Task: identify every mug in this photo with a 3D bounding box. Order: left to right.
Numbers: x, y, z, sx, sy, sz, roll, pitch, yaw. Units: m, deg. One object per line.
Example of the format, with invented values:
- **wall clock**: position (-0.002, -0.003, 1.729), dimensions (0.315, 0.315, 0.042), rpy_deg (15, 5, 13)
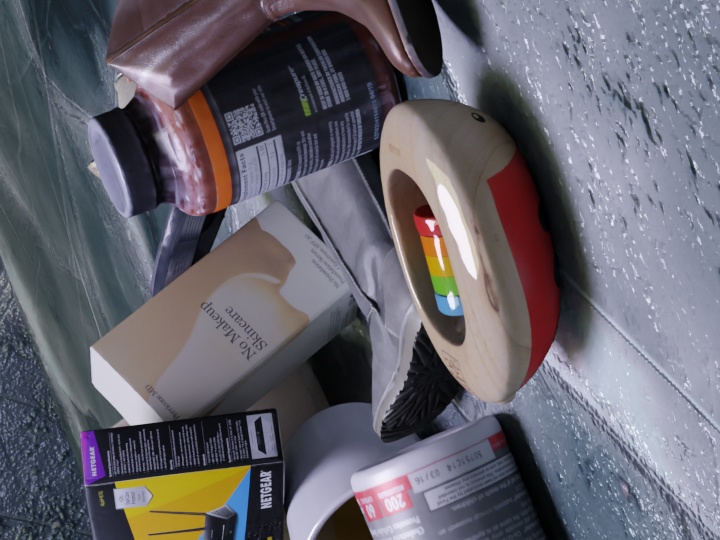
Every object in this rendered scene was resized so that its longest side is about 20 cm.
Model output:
- **mug**: position (0.006, 0.195, 1.680), dimensions (0.153, 0.148, 0.188), rpy_deg (-123, 25, -57)

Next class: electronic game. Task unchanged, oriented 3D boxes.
- **electronic game**: position (-0.128, -0.068, 1.744), dimensions (0.200, 0.041, 0.201), rpy_deg (20, -90, -90)

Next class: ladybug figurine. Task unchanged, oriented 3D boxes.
- **ladybug figurine**: position (0.071, -0.014, 1.314), dimensions (0.136, 0.072, 0.201), rpy_deg (33, 142, 62)

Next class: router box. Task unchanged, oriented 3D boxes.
- **router box**: position (-0.133, 0.181, 1.662), dimensions (0.201, 0.148, 0.051), rpy_deg (92, 170, -57)

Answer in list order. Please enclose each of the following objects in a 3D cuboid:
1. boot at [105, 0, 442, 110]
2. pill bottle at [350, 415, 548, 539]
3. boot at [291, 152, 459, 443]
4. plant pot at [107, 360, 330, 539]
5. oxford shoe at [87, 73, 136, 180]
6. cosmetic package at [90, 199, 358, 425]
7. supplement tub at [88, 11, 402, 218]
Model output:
- **boot**: position (-0.060, -0.146, 1.346), dimensions (0.064, 0.199, 0.187), rpy_deg (33, -150, -55)
- **pill bottle**: position (0.080, 0.213, 1.502), dimensions (0.201, 0.113, 0.114), rpy_deg (67, 164, 3)
- **boot**: position (0.002, 0.000, 1.558), dimensions (0.200, 0.072, 0.183), rpy_deg (50, 143, 29)
- **plant pot**: position (-0.092, 0.181, 1.854), dimensions (0.178, 0.199, 0.200), rpy_deg (56, 180, -14)
- **oxford shoe**: position (-0.153, -0.149, 1.699), dimensions (0.071, 0.073, 0.201), rpy_deg (-94, 27, -77)
- **cosmetic package**: position (-0.105, 0.048, 1.697), dimensions (0.105, 0.200, 0.071), rpy_deg (42, 156, 17)
- **supplement tub**: position (-0.079, -0.103, 1.453), dimensions (0.107, 0.199, 0.107), rpy_deg (57, 160, 34)
